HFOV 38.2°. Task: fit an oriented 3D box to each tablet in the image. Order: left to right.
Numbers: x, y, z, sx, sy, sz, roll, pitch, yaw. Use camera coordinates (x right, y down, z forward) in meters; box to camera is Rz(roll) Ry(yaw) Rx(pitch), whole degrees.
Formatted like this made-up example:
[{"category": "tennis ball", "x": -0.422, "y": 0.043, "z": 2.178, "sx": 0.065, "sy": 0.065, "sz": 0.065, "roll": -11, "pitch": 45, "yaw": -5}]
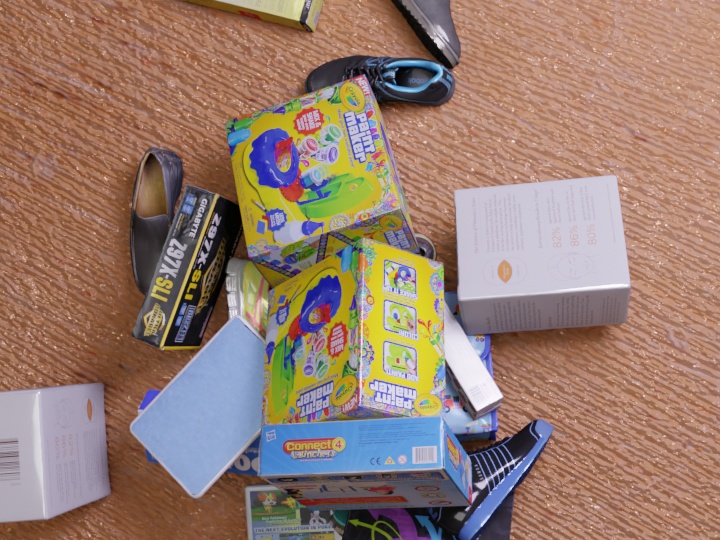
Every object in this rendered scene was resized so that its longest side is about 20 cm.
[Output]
[{"category": "tablet", "x": -0.178, "y": 0.168, "z": 1.292, "sx": 0.130, "sy": 0.014, "sz": 0.200, "roll": 43, "pitch": 86, "yaw": 13}]

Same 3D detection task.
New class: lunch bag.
[{"category": "lunch bag", "x": 0.092, "y": 0.113, "z": 1.315, "sx": 0.149, "sy": 0.094, "sz": 0.202, "roll": -4, "pitch": 73, "yaw": 4}]

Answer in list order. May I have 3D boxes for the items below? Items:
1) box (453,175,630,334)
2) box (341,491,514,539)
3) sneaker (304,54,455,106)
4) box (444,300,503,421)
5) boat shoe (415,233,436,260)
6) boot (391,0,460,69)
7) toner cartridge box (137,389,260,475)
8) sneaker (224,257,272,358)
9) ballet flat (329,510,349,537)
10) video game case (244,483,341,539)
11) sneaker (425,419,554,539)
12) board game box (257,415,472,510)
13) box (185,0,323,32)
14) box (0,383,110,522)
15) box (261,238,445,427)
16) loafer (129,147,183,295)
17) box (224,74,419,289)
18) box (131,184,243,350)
[{"category": "box", "x": 0.217, "y": -0.017, "z": 1.263, "sx": 0.198, "sy": 0.107, "sz": 0.153, "roll": -4, "pitch": 63, "yaw": 9}, {"category": "box", "x": 0.084, "y": 0.305, "z": 1.261, "sx": 0.198, "sy": 0.144, "sz": 0.036, "roll": 16, "pitch": 131, "yaw": 0}, {"category": "sneaker", "x": 0.021, "y": -0.251, "z": 1.347, "sx": 0.198, "sy": 0.082, "sz": 0.074, "roll": -2, "pitch": 86, "yaw": 10}, {"category": "box", "x": 0.106, "y": 0.086, "z": 1.265, "sx": 0.041, "sy": 0.039, "sz": 0.201, "roll": -26, "pitch": 67, "yaw": -13}, {"category": "boat shoe", "x": 0.000, "y": 0.000, "z": 1.340, "sx": 0.199, "sy": 0.065, "sz": 0.074, "roll": -23, "pitch": 84, "yaw": 8}, {"category": "boot", "x": 0.142, "y": -0.387, "z": 1.352, "sx": 0.199, "sy": 0.073, "sz": 0.183, "roll": -34, "pitch": 83, "yaw": -2}, {"category": "toner cartridge box", "x": -0.181, "y": 0.212, "z": 1.341, "sx": 0.198, "sy": 0.043, "sz": 0.096, "roll": 5, "pitch": 125, "yaw": 10}, {"category": "sneaker", "x": -0.126, "y": 0.081, "z": 1.351, "sx": 0.089, "sy": 0.078, "sz": 0.202, "roll": -4, "pitch": 88, "yaw": -1}, {"category": "ballet flat", "x": 0.055, "y": 0.345, "z": 1.290, "sx": 0.198, "sy": 0.072, "sz": 0.073, "roll": 9, "pitch": 87, "yaw": -6}, {"category": "video game case", "x": -0.047, "y": 0.364, "z": 1.344, "sx": 0.198, "sy": 0.022, "sz": 0.184, "roll": -5, "pitch": 85, "yaw": 10}, {"category": "sneaker", "x": 0.158, "y": 0.239, "z": 1.263, "sx": 0.078, "sy": 0.070, "sz": 0.200, "roll": 36, "pitch": 55, "yaw": 18}, {"category": "board game box", "x": 0.012, "y": 0.217, "z": 1.147, "sx": 0.198, "sy": 0.196, "sz": 0.056, "roll": -5, "pitch": 66, "yaw": 13}, {"category": "box", "x": -0.150, "y": -0.382, "z": 1.401, "sx": 0.198, "sy": 0.050, "sz": 0.076, "roll": 15, "pitch": 88, "yaw": 9}, {"category": "box", "x": -0.406, "y": 0.226, "z": 1.313, "sx": 0.105, "sy": 0.200, "sz": 0.154, "roll": -6, "pitch": 85, "yaw": 7}, {"category": "box", "x": -0.009, "y": 0.097, "z": 1.203, "sx": 0.200, "sy": 0.121, "sz": 0.194, "roll": -28, "pitch": 53, "yaw": 48}, {"category": "loafer", "x": -0.280, "y": -0.065, "z": 1.387, "sx": 0.072, "sy": 0.072, "sz": 0.202, "roll": -1, "pitch": 86, "yaw": 8}, {"category": "box", "x": -0.049, "y": -0.105, "z": 1.299, "sx": 0.191, "sy": 0.122, "sz": 0.201, "roll": -18, "pitch": 62, "yaw": 7}, {"category": "box", "x": -0.213, "y": 0.000, "z": 1.328, "sx": 0.049, "sy": 0.160, "sz": 0.202, "roll": 20, "pitch": 88, "yaw": 10}]
